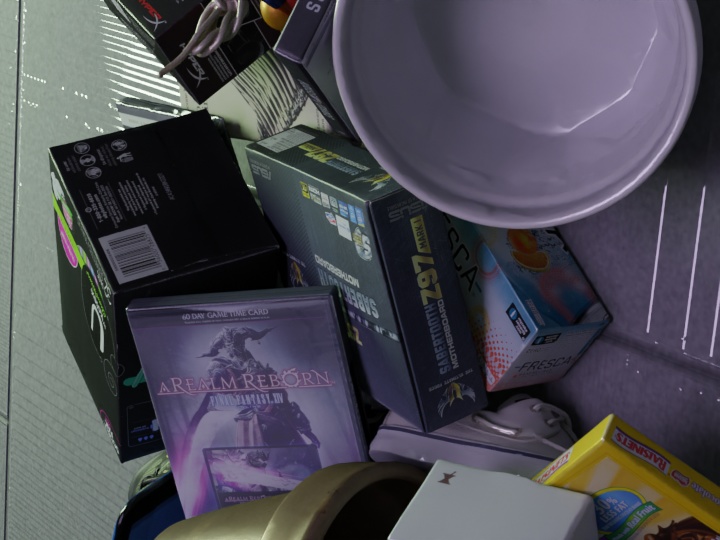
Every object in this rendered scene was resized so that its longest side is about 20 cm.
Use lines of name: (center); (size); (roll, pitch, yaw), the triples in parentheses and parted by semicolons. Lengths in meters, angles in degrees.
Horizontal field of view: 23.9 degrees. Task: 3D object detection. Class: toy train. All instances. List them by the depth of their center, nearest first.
toy train: (-0.049, -0.171, 1.082); (0.085, 0.116, 0.200); (34, 78, 26)

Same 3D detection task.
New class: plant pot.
plant pot: (-0.048, 0.216, 1.080); (0.174, 0.200, 0.201); (-1, 94, 37)

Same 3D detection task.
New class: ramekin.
ramekin: (0.092, -0.135, 0.945); (0.200, 0.105, 0.201); (7, 118, 13)

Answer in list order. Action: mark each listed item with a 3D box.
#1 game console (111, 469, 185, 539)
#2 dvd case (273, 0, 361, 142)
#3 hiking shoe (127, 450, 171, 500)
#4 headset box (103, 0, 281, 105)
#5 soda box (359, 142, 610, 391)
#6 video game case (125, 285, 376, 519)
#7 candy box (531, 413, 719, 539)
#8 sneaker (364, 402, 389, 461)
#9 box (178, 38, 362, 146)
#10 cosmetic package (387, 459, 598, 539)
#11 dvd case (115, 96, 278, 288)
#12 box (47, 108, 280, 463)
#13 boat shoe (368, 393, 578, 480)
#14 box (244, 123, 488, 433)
game console: (-0.105, 0.234, 1.253); (0.118, 0.170, 0.200); (-91, 15, -60)
dvd case: (0.008, -0.168, 1.029); (0.025, 0.200, 0.151); (25, 86, 12)
hiking shoe: (-0.154, 0.182, 1.396); (0.200, 0.100, 0.076); (-13, 83, 53)
headset box: (-0.085, -0.234, 1.190); (0.149, 0.200, 0.077); (46, 172, 39)
soda box: (0.074, -0.024, 1.086); (0.200, 0.063, 0.068); (61, 139, 27)
video game case: (-0.064, 0.105, 1.125); (0.142, 0.019, 0.201); (-4, 117, 17)
candy box: (0.134, 0.161, 1.001); (0.102, 0.026, 0.200); (36, 140, -3)
sneaker: (-0.020, 0.117, 1.182); (0.200, 0.074, 0.082); (29, 120, 5)
box: (-0.055, -0.136, 1.237); (0.200, 0.068, 0.082); (11, 111, 53)
cosmetic package: (0.090, 0.215, 1.004); (0.101, 0.071, 0.200); (10, 131, 29)
dvd case: (-0.122, -0.035, 1.333); (0.149, 0.016, 0.200); (18, 130, 52)
box: (-0.143, 0.014, 1.233); (0.200, 0.124, 0.149); (97, 151, -50)
boat shoe: (0.100, 0.110, 1.064); (0.200, 0.071, 0.070); (9, 64, 39)
box: (0.000, 0.000, 1.098); (0.200, 0.051, 0.158); (30, 139, 61)
